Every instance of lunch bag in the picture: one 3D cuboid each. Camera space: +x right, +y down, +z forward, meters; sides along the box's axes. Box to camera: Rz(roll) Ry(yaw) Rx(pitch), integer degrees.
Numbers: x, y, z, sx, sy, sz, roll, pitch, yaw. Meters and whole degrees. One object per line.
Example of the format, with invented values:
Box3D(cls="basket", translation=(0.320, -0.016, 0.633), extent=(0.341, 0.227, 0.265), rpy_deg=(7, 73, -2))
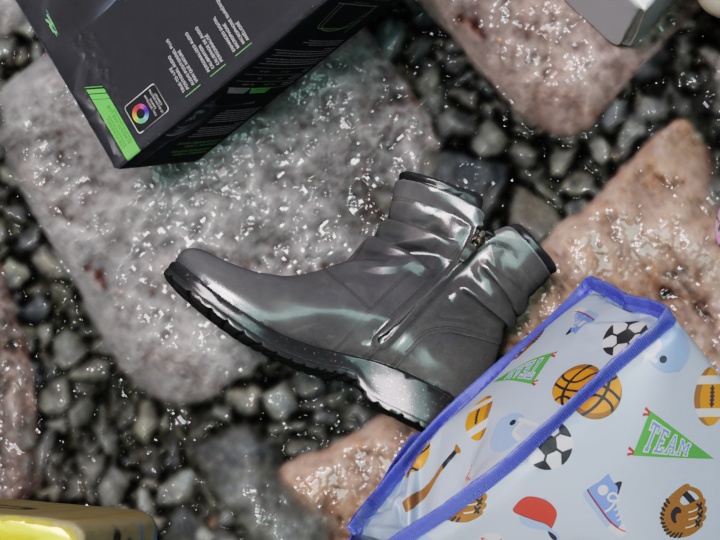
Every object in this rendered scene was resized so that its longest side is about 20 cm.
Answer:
Box3D(cls="lunch bag", translation=(0.111, 0.133, 0.825), extent=(0.200, 0.124, 0.170), rpy_deg=(-44, 106, -6))

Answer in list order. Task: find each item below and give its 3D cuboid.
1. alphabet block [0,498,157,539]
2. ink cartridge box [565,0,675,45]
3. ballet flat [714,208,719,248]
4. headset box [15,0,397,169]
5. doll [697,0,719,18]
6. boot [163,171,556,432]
Box3D(cls="alphabet block", translation=(-0.221, 0.213, 0.815), extent=(0.194, 0.200, 0.198), rpy_deg=(2, 84, 3))
Box3D(cls="ink cartridge box", translation=(0.170, -0.252, 0.902), extent=(0.145, 0.083, 0.200), rpy_deg=(43, 88, 7))
Box3D(cls="ballet flat", translation=(0.298, -0.013, 0.873), extent=(0.198, 0.071, 0.070), rpy_deg=(11, 97, 5))
Box3D(cls="headset box", translation=(-0.097, -0.176, 0.878), extent=(0.199, 0.093, 0.175), rpy_deg=(-34, 82, 24))
Box3D(cls="doll", translation=(0.267, -0.114, 0.850), extent=(0.199, 0.048, 0.137), rpy_deg=(37, 121, 16))
Box3D(cls="boot", translation=(0.000, 0.000, 0.900), extent=(0.199, 0.070, 0.133), rpy_deg=(26, 83, -5))
